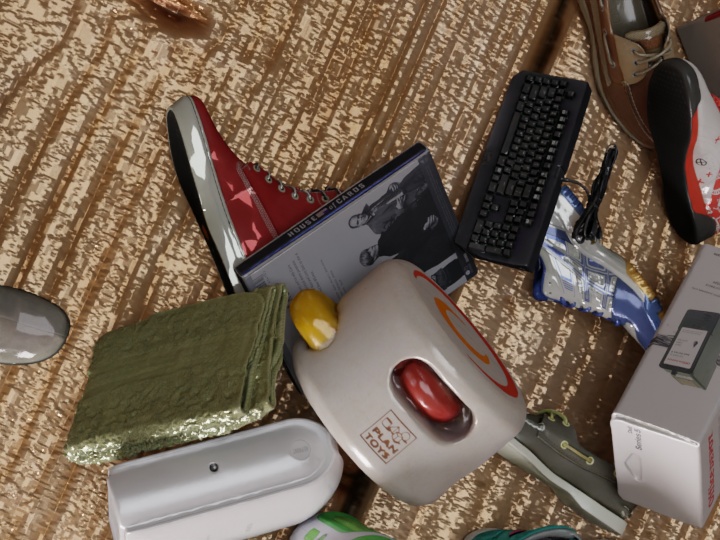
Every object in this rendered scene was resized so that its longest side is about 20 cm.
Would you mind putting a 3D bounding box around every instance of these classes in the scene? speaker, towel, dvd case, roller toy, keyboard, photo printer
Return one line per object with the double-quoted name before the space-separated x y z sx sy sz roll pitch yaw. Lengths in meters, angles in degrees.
"speaker" -0.010 0.253 1.397 0.088 0.200 0.089 0 88 -13
"towel" -0.150 0.088 1.371 0.199 0.149 0.037 -16 129 23
"dvd case" 0.000 0.000 1.461 0.199 0.025 0.151 -34 128 -12
"roller toy" 0.036 0.097 1.395 0.140 0.200 0.183 -40 56 10
"keyboard" 0.170 -0.088 1.491 0.126 0.021 0.201 14 66 13
"photo printer" -0.112 0.186 1.397 0.198 0.167 0.070 -14 72 -14

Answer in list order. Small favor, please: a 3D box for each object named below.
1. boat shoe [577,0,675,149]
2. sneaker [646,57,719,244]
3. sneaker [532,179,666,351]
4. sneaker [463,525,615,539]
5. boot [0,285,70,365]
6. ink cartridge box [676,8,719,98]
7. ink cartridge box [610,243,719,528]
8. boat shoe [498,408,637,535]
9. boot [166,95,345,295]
"boat shoe" 0.254 -0.207 1.537 0.075 0.072 0.201 -25 97 -12
"sneaker" 0.328 -0.128 1.522 0.107 0.067 0.202 -29 130 -16
"sneaker" 0.204 0.011 1.527 0.088 0.075 0.200 -41 88 -3
"sneaker" 0.197 0.271 1.485 0.198 0.121 0.084 9 86 -13
"boot" -0.337 0.033 1.366 0.198 0.131 0.068 17 85 -12
"ink cartridge box" 0.419 -0.234 1.540 0.199 0.144 0.084 -24 95 -12
"ink cartridge box" 0.302 0.103 1.468 0.084 0.146 0.201 19 59 26
"boat shoe" 0.175 0.163 1.511 0.201 0.072 0.060 38 80 -15
"boot" -0.079 -0.077 1.462 0.143 0.072 0.201 -25 102 -13
